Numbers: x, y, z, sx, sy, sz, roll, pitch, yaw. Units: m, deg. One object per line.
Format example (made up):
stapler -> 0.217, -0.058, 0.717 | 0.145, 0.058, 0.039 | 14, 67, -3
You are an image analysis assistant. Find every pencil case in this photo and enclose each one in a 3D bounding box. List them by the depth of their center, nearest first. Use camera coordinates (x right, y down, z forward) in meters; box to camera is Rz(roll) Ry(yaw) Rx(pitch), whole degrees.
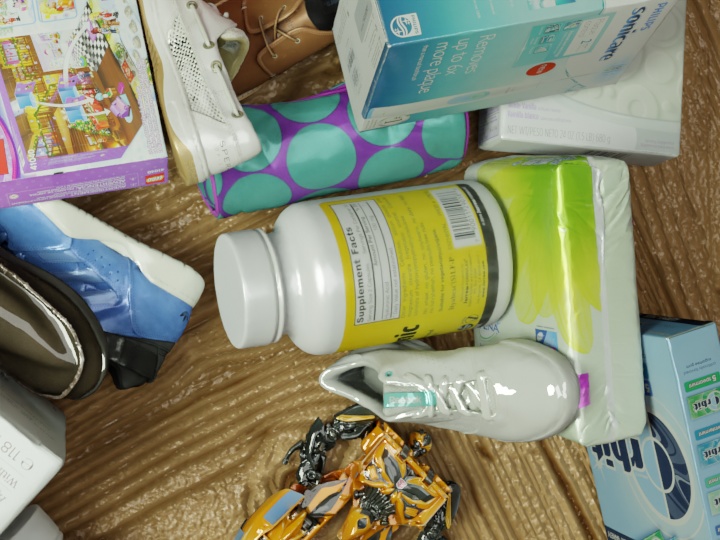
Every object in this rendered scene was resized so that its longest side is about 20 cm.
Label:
pencil case -> -0.026, -0.100, 1.017 | 0.199, 0.085, 0.093 | -14, 112, -11

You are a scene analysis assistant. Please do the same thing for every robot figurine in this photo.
robot figurine -> -0.014, 0.199, 1.051 | 0.145, 0.058, 0.200 | 45, 85, -12

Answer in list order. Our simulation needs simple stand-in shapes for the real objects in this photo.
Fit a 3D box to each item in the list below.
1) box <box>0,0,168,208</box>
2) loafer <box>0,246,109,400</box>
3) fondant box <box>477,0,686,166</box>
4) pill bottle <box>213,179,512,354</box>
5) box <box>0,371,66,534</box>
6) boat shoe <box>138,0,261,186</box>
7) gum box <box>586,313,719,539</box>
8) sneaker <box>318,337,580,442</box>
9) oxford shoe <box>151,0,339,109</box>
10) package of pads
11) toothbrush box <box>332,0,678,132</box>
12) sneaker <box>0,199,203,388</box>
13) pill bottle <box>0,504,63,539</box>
box -> -0.215, -0.144, 0.953 | 0.136, 0.039, 0.201 | -9, 66, -11
loafer -> -0.255, 0.020, 0.911 | 0.200, 0.071, 0.073 | 37, 110, 5
fondant box -> 0.170, -0.187, 1.056 | 0.143, 0.058, 0.202 | 4, 85, -12
pill bottle -> 0.000, 0.000, 1.003 | 0.199, 0.111, 0.112 | -8, 95, -19
box -> -0.309, 0.096, 0.912 | 0.199, 0.200, 0.131 | 42, 85, -11
boat shoe -> -0.111, -0.149, 0.960 | 0.069, 0.071, 0.201 | -15, 63, -5
gum box -> 0.223, 0.134, 1.038 | 0.044, 0.170, 0.201 | -16, 97, -17
sneaker -> 0.058, 0.087, 0.984 | 0.088, 0.199, 0.076 | -7, 96, -47
oxford shoe -> -0.065, -0.176, 1.012 | 0.199, 0.071, 0.072 | -30, 101, -4
package of pads -> 0.139, 0.015, 1.024 | 0.068, 0.154, 0.202 | -7, 97, -21
toothbrush box -> 0.092, -0.173, 0.931 | 0.199, 0.146, 0.086 | -12, 76, -12
sneaker -> -0.220, 0.013, 0.979 | 0.199, 0.077, 0.112 | 28, 77, -18
pill bottle -> -0.198, 0.268, 0.991 | 0.111, 0.111, 0.200 | -40, 100, -7
